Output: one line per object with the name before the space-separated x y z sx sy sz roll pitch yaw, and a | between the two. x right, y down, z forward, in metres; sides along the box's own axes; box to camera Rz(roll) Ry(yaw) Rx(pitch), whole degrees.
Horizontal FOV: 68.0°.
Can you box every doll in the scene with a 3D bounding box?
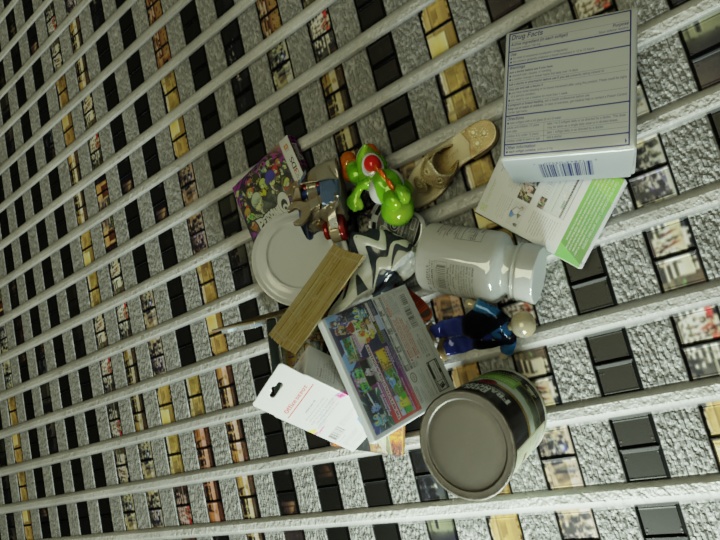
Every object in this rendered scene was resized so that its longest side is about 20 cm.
doll | 0.202 0.103 0.879 0.197 0.049 0.137 -22 117 45

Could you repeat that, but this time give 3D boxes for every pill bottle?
pill bottle | 0.196 -0.009 0.873 0.195 0.113 0.119 11 96 32

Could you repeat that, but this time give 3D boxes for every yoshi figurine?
yoshi figurine | 0.037 -0.145 0.960 0.115 0.109 0.201 -61 35 20

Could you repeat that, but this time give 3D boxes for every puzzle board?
puzzle board | -0.196 0.100 1.079 0.197 0.148 0.018 -16 89 50

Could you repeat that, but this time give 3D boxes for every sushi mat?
sushi mat | -0.076 0.045 0.906 0.095 0.012 0.202 23 74 48

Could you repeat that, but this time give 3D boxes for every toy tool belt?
toy tool belt | -0.085 -0.116 1.007 0.119 0.127 0.204 -14 43 9

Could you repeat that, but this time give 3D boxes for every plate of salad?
plate of salad | -0.119 -0.024 1.064 0.192 0.048 0.207 1 69 -4

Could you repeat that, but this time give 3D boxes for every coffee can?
coffee can | 0.195 0.242 0.824 0.142 0.198 0.153 0 90 31

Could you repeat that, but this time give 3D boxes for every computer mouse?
computer mouse | 0.049 -0.090 1.014 0.196 0.043 0.113 26 102 35

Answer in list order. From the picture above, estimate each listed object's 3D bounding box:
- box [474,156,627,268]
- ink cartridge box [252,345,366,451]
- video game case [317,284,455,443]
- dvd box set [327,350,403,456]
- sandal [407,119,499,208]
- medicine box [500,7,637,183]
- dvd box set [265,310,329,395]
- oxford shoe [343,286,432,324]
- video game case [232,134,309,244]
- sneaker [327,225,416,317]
box | 0.298 -0.115 0.854 0.198 0.036 0.148 34 108 30
ink cartridge box | -0.065 0.204 0.875 0.196 0.069 0.116 29 121 -16
video game case | 0.046 0.144 0.868 0.205 0.178 0.023 64 149 11
dvd box set | 0.011 0.242 0.965 0.141 0.030 0.207 5 118 11
sandal | 0.142 -0.192 0.934 0.210 0.069 0.079 -36 71 28
medicine box | 0.307 -0.247 0.782 0.176 0.102 0.208 1 80 28
dvd box set | -0.097 0.156 1.016 0.029 0.198 0.152 -12 83 31
oxford shoe | 0.050 0.072 1.008 0.196 0.070 0.075 20 121 36
video game case | -0.182 -0.158 1.167 0.198 0.035 0.186 -33 73 29
sneaker | 0.000 0.000 0.956 0.199 0.079 0.130 -46 50 7
